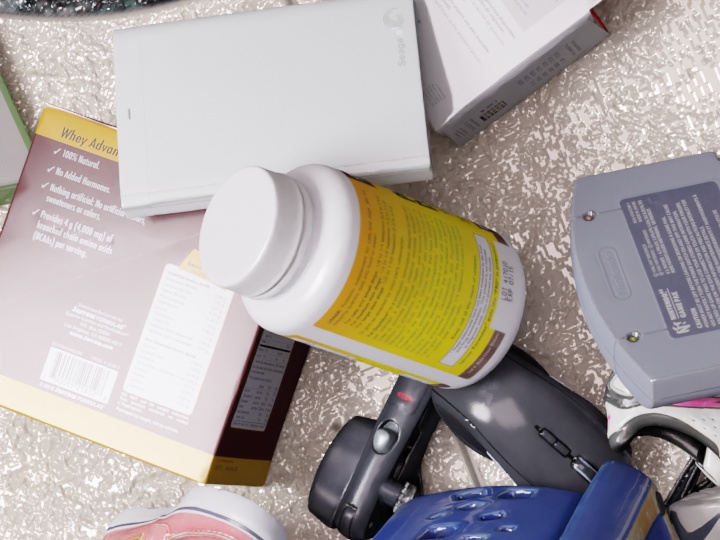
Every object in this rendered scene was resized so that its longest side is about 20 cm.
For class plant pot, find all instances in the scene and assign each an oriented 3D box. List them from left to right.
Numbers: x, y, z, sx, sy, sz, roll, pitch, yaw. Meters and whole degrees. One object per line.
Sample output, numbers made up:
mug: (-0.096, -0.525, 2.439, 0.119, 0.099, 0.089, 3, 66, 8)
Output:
plant pot: (0.114, 0.238, 1.630, 0.179, 0.200, 0.201, -18, 98, 19)

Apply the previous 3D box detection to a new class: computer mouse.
computer mouse: (0.152, 0.099, 1.719, 0.140, 0.046, 0.200, -44, 88, -4)

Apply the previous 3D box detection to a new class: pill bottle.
pill bottle: (0.000, 0.000, 1.657, 0.109, 0.200, 0.110, -26, 54, 44)

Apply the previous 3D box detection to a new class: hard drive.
hard drive: (-0.058, -0.108, 1.705, 0.199, 0.026, 0.132, -8, 65, 5)

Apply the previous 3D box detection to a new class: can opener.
can opener: (0.034, 0.091, 1.763, 0.078, 0.063, 0.200, 30, 93, 15)

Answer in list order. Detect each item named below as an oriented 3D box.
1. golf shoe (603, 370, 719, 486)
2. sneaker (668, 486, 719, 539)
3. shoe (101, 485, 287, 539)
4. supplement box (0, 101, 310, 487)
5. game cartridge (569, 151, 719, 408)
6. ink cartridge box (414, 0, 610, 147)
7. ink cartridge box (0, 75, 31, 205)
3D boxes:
golf shoe: (0.253, 0.101, 1.686, 0.199, 0.073, 0.092, 14, 71, 3)
sneaker: (0.289, 0.200, 1.641, 0.199, 0.079, 0.130, -7, 98, 35)
shoe: (-0.125, 0.202, 1.728, 0.071, 0.200, 0.091, 42, 62, -19)
supplement box: (-0.139, 0.019, 1.777, 0.197, 0.133, 0.201, 19, 90, 15)
game cartridge: (0.205, 0.005, 1.674, 0.133, 0.041, 0.200, -8, 42, -5)
ink cartridge box: (0.072, -0.217, 1.772, 0.175, 0.084, 0.200, -36, 78, 9)
ink cartridge box: (-0.325, -0.106, 1.805, 0.048, 0.200, 0.146, -34, 76, 41)
